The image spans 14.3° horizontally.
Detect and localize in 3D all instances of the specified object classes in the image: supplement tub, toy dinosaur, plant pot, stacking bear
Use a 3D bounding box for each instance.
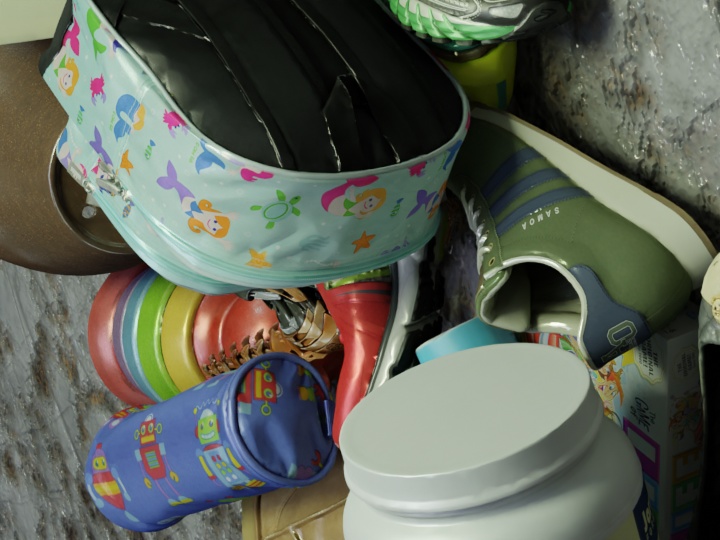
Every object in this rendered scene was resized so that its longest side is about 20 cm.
[{"bbox_3d":[0.075,0.151,1.370,0.145,0.145,0.200,23,135,57],"label":"supplement tub"},{"bbox_3d":[-0.030,0.004,1.623,0.136,0.200,0.102,46,-164,-3],"label":"toy dinosaur"},{"bbox_3d":[-0.159,-0.073,1.722,0.200,0.186,0.187,-148,46,-70],"label":"plant pot"},{"bbox_3d":[-0.076,0.039,1.776,0.200,0.114,0.122,0,106,58],"label":"stacking bear"}]

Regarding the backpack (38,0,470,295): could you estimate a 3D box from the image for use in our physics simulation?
[{"bbox_3d":[-0.050,-0.076,1.432,0.200,0.177,0.151,44,134,35],"label":"backpack"}]

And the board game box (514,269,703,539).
[{"bbox_3d":[0.130,0.089,1.482,0.134,0.034,0.200,37,137,49],"label":"board game box"}]

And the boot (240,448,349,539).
[{"bbox_3d":[0.012,0.158,1.619,0.200,0.066,0.176,-31,62,43],"label":"boot"}]

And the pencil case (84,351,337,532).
[{"bbox_3d":[-0.085,0.102,1.675,0.200,0.087,0.078,-23,74,57],"label":"pencil case"}]

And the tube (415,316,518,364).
[{"bbox_3d":[0.094,0.119,1.486,0.200,0.050,0.077,63,152,7],"label":"tube"}]

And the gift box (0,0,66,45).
[{"bbox_3d":[-0.147,-0.206,1.630,0.185,0.186,0.201,-128,29,-72],"label":"gift box"}]

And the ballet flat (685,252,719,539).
[{"bbox_3d":[0.180,0.083,1.356,0.066,0.057,0.201,30,132,51],"label":"ballet flat"}]

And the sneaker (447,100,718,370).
[{"bbox_3d":[0.080,-0.015,1.416,0.200,0.090,0.067,31,161,44],"label":"sneaker"}]

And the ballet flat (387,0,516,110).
[{"bbox_3d":[0.018,-0.141,1.532,0.200,0.067,0.067,43,163,42],"label":"ballet flat"}]

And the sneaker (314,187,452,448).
[{"bbox_3d":[0.000,0.000,1.536,0.077,0.085,0.201,29,-113,-74],"label":"sneaker"}]

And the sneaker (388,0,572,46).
[{"bbox_3d":[0.038,-0.180,1.443,0.200,0.078,0.085,48,144,40],"label":"sneaker"}]
